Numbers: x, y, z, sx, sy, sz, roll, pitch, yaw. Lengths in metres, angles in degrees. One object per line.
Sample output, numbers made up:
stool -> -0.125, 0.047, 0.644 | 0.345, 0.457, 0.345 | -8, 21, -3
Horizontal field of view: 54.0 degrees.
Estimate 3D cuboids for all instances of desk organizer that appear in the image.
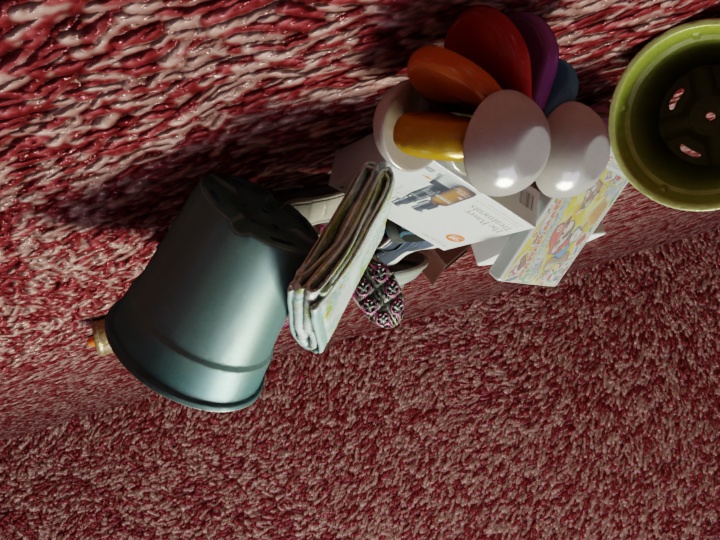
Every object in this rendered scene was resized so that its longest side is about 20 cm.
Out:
desk organizer -> 0.152, -0.039, 1.358 | 0.071, 0.077, 0.200 | -38, 172, -8

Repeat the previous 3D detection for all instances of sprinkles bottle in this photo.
sprinkles bottle -> -0.389, 0.101, 1.306 | 0.197, 0.069, 0.068 | -14, 169, -13

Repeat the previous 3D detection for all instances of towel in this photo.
towel -> -0.019, -0.008, 0.777 | 0.173, 0.048, 0.200 | -59, 173, -19

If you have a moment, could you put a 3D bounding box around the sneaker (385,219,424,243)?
sneaker -> 0.130, -0.082, 1.057 | 0.198, 0.074, 0.081 | -26, -161, -38

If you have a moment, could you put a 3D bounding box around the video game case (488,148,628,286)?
video game case -> 0.261, -0.069, 0.890 | 0.181, 0.023, 0.202 | 5, 122, -52

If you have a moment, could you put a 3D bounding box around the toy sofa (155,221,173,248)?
toy sofa -> -0.173, -0.034, 0.966 | 0.198, 0.098, 0.083 | -8, 142, -38

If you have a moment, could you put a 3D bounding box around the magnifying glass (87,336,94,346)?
magnifying glass -> -0.452, 0.111, 1.393 | 0.197, 0.023, 0.079 | -19, 169, 15

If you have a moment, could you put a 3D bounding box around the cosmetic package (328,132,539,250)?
cosmetic package -> 0.085, -0.094, 0.813 | 0.198, 0.053, 0.150 | 26, 158, -33

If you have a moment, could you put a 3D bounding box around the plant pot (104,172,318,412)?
plant pot -> -0.154, 0.013, 0.789 | 0.199, 0.200, 0.198 | -1, 127, -56

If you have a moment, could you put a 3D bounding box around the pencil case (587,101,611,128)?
pencil case -> 0.257, -0.172, 0.890 | 0.197, 0.087, 0.084 | -9, 129, -36

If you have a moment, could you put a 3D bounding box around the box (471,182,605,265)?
box -> 0.243, -0.101, 1.026 | 0.198, 0.155, 0.106 | -5, 165, -44

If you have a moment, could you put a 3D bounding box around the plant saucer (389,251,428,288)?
plant saucer -> 0.028, 0.007, 1.303 | 0.196, 0.051, 0.200 | -4, -166, 1

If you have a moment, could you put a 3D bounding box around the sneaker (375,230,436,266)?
sneaker -> 0.032, -0.055, 1.155 | 0.201, 0.078, 0.145 | -20, 165, 41

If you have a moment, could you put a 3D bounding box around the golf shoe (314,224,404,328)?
golf shoe -> 0.000, 0.000, 1.097 | 0.072, 0.201, 0.092 | -36, -168, -4

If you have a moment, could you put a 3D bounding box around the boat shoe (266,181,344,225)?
boat shoe -> -0.050, -0.091, 0.926 | 0.198, 0.057, 0.068 | -12, 133, -45

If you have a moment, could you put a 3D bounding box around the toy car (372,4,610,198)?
toy car -> 0.118, -0.151, 0.622 | 0.198, 0.153, 0.174 | -3, -162, -39

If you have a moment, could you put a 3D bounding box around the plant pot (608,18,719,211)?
plant pot -> 0.413, -0.184, 0.843 | 0.198, 0.203, 0.184 | -23, 180, 31

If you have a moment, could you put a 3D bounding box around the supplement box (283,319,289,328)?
supplement box -> -0.156, 0.040, 1.242 | 0.084, 0.112, 0.200 | -11, 168, -29
